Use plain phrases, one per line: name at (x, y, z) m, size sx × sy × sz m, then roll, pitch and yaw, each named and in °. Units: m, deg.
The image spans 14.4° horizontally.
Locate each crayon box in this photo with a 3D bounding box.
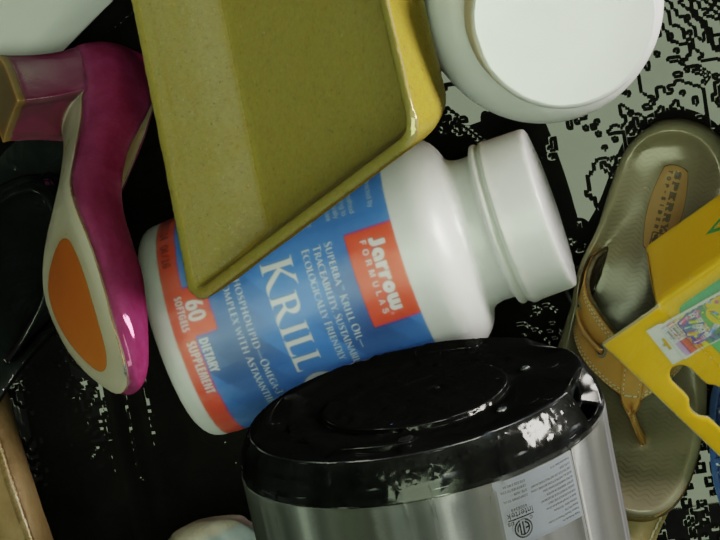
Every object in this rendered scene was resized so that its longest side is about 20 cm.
crayon box at (0.226, 0.003, 1.349) m, size 0.200 × 0.052 × 0.126 m, roll -36°, pitch 118°, yaw 22°

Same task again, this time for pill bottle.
pill bottle at (0.080, -0.129, 1.325) m, size 0.110 × 0.200 × 0.112 m, roll -1°, pitch 101°, yaw -4°
pill bottle at (0.000, 0.000, 1.411) m, size 0.199 × 0.112 × 0.113 m, roll -20°, pitch 99°, yaw 9°

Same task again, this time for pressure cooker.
pressure cooker at (0.042, 0.149, 1.319) m, size 0.175 × 0.179 × 0.201 m, roll -11°, pitch 105°, yaw 7°

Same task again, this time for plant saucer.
plant saucer at (-0.030, -0.112, 1.324) m, size 0.200 × 0.048 × 0.201 m, roll -34°, pitch 63°, yaw 50°

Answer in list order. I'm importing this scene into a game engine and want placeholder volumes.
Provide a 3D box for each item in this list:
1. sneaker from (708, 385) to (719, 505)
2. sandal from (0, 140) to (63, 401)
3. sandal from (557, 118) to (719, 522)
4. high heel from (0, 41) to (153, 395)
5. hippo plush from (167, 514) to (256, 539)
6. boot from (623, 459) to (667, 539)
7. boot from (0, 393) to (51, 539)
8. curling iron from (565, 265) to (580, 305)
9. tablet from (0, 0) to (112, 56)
sneaker at (0.225, 0.137, 1.445) m, size 0.070 × 0.078 × 0.201 m, roll -15°, pitch 78°, yaw 11°
sandal at (-0.174, 0.007, 1.410) m, size 0.075 × 0.048 × 0.201 m, roll 26°, pitch 63°, yaw 0°
sandal at (0.139, 0.021, 1.401) m, size 0.080 × 0.054 × 0.201 m, roll 12°, pitch 86°, yaw 9°
high heel at (-0.112, -0.028, 1.388) m, size 0.095 × 0.201 × 0.068 m, roll -4°, pitch 141°, yaw -29°
hippo plush at (-0.033, 0.220, 1.429) m, size 0.160 × 0.201 × 0.160 m, roll 13°, pitch 131°, yaw -7°
boot at (0.154, 0.188, 1.455) m, size 0.154 × 0.072 × 0.201 m, roll 32°, pitch 85°, yaw -12°
boot at (-0.194, 0.162, 1.461) m, size 0.175 × 0.066 × 0.201 m, roll -47°, pitch 62°, yaw 43°
curling iron at (0.202, 0.010, 1.437) m, size 0.199 × 0.026 × 0.050 m, roll -3°, pitch 94°, yaw 7°
tablet at (-0.226, -0.113, 1.404) m, size 0.200 × 0.014 × 0.130 m, roll -46°, pitch 118°, yaw -2°
